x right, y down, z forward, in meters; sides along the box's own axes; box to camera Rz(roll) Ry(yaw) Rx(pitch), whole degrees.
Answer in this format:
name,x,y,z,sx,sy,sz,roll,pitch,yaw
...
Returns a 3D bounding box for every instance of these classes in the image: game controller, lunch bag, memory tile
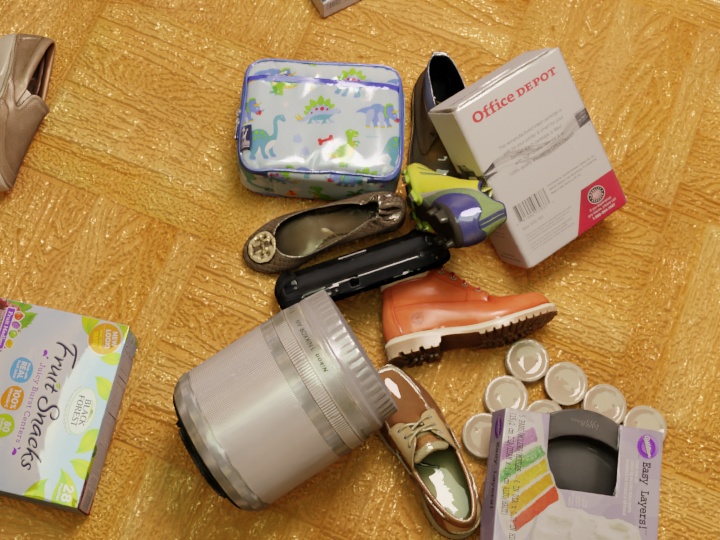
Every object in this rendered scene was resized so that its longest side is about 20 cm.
name,x,y,z,sx,sy,sz,roll,pitch,yaw
game controller,0.000,0.000,1.275,0.198,0.104,0.043,-18,100,-7
lunch bag,-0.047,-0.168,1.339,0.197,0.083,0.163,5,68,-1
memory tile,0.224,0.180,1.259,0.199,0.017,0.154,30,73,8

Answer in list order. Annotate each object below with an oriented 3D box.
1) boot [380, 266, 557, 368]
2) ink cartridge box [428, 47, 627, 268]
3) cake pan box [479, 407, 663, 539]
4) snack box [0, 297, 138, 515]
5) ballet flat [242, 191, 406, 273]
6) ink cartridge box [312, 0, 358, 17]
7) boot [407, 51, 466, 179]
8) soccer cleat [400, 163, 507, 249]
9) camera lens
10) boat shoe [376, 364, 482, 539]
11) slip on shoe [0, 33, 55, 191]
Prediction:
name,x,y,z,sx,sy,sz,roll,pitch,yaw
boot,0.118,0.036,1.278,0.197,0.075,0.109,-9,66,-4
ink cartridge box,0.188,-0.128,1.282,0.144,0.083,0.202,-32,106,-12
cake pan box,0.220,0.248,1.190,0.182,0.052,0.203,11,76,-11
snack box,-0.348,0.144,1.229,0.166,0.068,0.202,12,72,3
ballet flat,-0.043,-0.048,1.301,0.197,0.046,0.068,-15,75,6
ink cartridge box,-0.053,-0.426,1.449,0.099,0.039,0.201,-29,73,-10
boot,0.092,-0.153,1.327,0.074,0.097,0.203,-6,71,-4
soccer cleat,0.100,-0.075,1.244,0.083,0.200,0.065,-20,113,-7
camera lens,-0.081,0.137,1.176,0.199,0.160,0.161,-32,74,0
boat shoe,0.073,0.188,1.221,0.075,0.074,0.201,-29,74,-11
slip on shoe,-0.398,-0.189,1.342,0.060,0.076,0.202,-1,63,5
